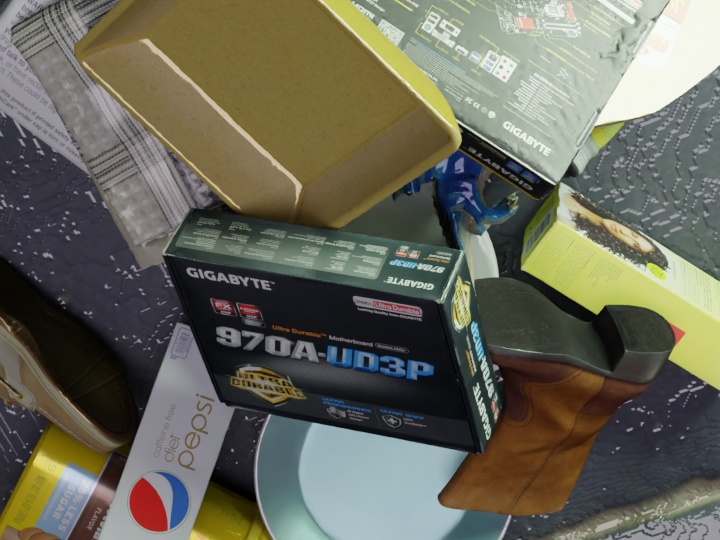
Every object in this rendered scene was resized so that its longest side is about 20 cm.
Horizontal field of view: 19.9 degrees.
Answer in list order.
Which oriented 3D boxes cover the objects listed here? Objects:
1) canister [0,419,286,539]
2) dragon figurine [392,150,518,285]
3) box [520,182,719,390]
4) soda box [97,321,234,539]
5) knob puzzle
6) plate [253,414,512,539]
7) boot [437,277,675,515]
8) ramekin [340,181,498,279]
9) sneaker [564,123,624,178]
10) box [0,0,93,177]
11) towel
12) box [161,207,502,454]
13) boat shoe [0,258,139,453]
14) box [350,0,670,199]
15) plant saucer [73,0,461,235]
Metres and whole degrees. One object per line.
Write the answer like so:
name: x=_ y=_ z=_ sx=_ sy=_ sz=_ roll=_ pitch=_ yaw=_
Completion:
canister: x=-0.176 y=0.209 z=1.600 sx=0.200 sy=0.087 sz=0.149 roll=27 pitch=115 yaw=-4
dragon figurine: x=0.055 y=-0.069 z=1.363 sx=0.099 sy=0.059 sz=0.200 roll=18 pitch=84 yaw=-12
box: x=0.211 y=0.019 z=1.470 sx=0.200 sy=0.075 sz=0.050 roll=32 pitch=115 yaw=-9
soda box: x=-0.140 y=0.143 z=1.516 sx=0.064 sy=0.068 sz=0.200 roll=20 pitch=78 yaw=-2
knob puzzle: x=0.152 y=-0.181 z=1.363 sx=0.219 sy=0.030 sz=0.220 roll=1 pitch=82 yaw=-9
plate: x=0.019 y=0.153 z=1.555 sx=0.200 sy=0.026 sz=0.200 roll=0 pitch=93 yaw=5
boot: x=0.099 y=0.095 z=1.449 sx=0.188 sy=0.069 sz=0.200 roll=2 pitch=138 yaw=-28
ramekin: x=0.000 y=0.000 z=1.470 sx=0.202 sy=0.094 sz=0.203 roll=2 pitch=111 yaw=5
sneaker: x=0.117 y=-0.166 z=1.404 sx=0.090 sy=0.078 sz=0.200 roll=-36 pitch=99 yaw=-12
box: x=-0.140 y=-0.166 z=1.408 sx=0.184 sy=0.105 sz=0.200 roll=37 pitch=114 yaw=-13
towel: x=-0.107 y=-0.110 z=1.354 sx=0.192 sy=0.035 sz=0.200 roll=-22 pitch=112 yaw=15
box: x=-0.016 y=0.041 z=1.349 sx=0.200 sy=0.046 sz=0.159 roll=10 pitch=141 yaw=23
boat shoe: x=-0.251 y=0.066 z=1.547 sx=0.200 sy=0.074 sz=0.066 roll=46 pitch=123 yaw=3
box: x=0.077 y=-0.165 z=1.307 sx=0.200 sy=0.049 sz=0.160 roll=32 pitch=74 yaw=-3
plant saucer: x=-0.053 y=-0.121 z=1.270 sx=0.200 sy=0.048 sz=0.200 roll=44 pitch=141 yaw=-12
